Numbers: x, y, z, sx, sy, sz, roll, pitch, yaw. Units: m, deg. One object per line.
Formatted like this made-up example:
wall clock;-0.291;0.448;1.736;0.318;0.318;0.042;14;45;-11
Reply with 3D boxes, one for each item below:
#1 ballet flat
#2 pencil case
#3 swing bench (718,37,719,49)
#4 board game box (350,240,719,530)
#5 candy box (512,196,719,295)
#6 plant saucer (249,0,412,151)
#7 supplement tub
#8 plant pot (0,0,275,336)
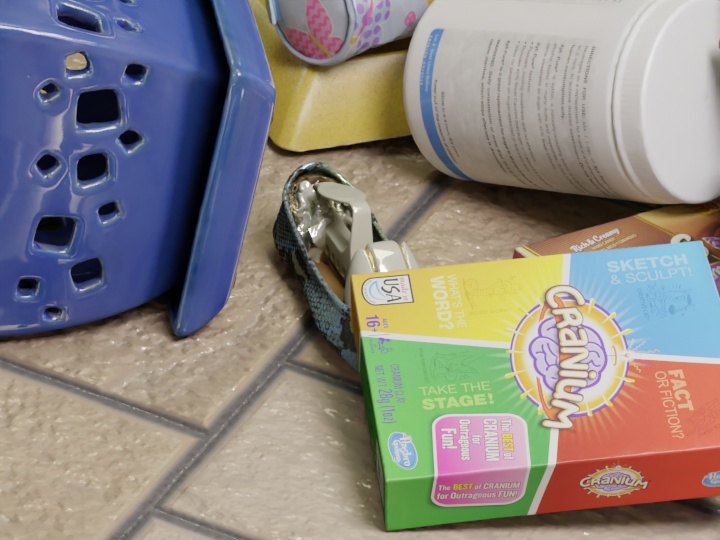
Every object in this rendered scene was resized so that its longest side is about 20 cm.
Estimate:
ballet flat;0.000;0.000;1.490;0.074;0.075;0.200;-8;34;-26
pencil case;0.030;-0.201;1.709;0.090;0.084;0.199;23;36;38
swing bench;0.318;-0.184;1.536;0.198;0.201;0.130;3;-17;-34
board game box;0.101;0.059;1.375;0.199;0.040;0.154;-6;45;-5
candy box;0.197;0.014;1.529;0.199;0.057;0.117;-13;36;-35
plant saucer;0.004;-0.159;1.763;0.199;0.049;0.200;-10;34;-20
supplement tub;0.137;-0.113;1.606;0.199;0.133;0.132;10;23;44
plant pot;-0.154;-0.085;1.474;0.179;0.201;0.200;7;28;-14
